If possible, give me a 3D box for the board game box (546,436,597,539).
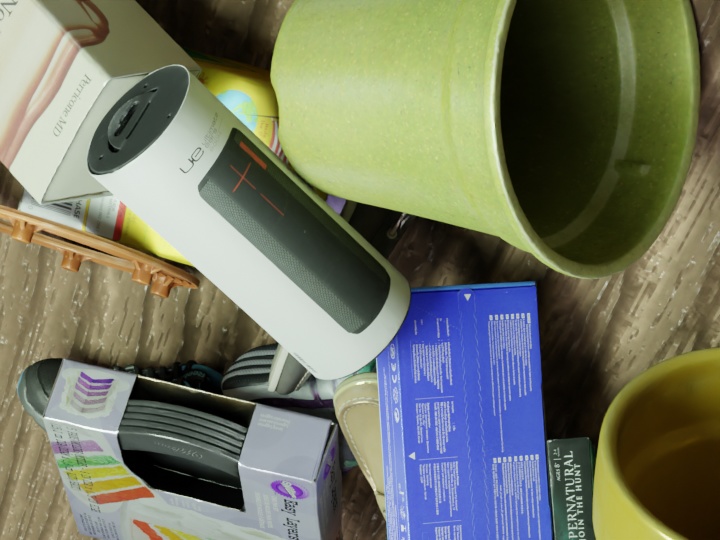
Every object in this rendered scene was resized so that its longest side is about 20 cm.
[{"bbox_3d":[0.140,0.209,1.445,0.028,0.135,0.201,-4,80,8],"label":"board game box"}]

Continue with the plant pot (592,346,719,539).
[{"bbox_3d":[0.232,0.178,1.387,0.200,0.201,0.189,16,129,16],"label":"plant pot"}]

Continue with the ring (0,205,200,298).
[{"bbox_3d":[-0.200,-0.017,1.502,0.200,0.019,0.200,18,174,2],"label":"ring"}]

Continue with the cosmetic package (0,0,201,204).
[{"bbox_3d":[-0.203,-0.143,1.390,0.200,0.087,0.103,44,120,22],"label":"cosmetic package"}]

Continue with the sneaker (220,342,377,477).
[{"bbox_3d":[0.010,0.090,1.519,0.200,0.074,0.088,-3,116,28],"label":"sneaker"}]

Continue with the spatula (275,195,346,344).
[{"bbox_3d":[-0.036,-0.004,1.513,0.056,0.021,0.200,17,134,8],"label":"spatula"}]

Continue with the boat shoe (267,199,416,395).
[{"bbox_3d":[0.000,0.000,1.441,0.057,0.067,0.200,23,112,-4],"label":"boat shoe"}]

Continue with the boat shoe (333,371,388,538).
[{"bbox_3d":[0.049,0.150,1.463,0.072,0.065,0.200,-24,113,35],"label":"boat shoe"}]

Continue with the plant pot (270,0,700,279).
[{"bbox_3d":[0.058,-0.100,1.292,0.184,0.200,0.201,5,127,38],"label":"plant pot"}]

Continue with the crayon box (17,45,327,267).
[{"bbox_3d":[-0.105,-0.070,1.446,0.200,0.051,0.127,17,104,17],"label":"crayon box"}]

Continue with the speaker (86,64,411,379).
[{"bbox_3d":[-0.063,-0.026,1.333,0.081,0.081,0.200,-21,128,37],"label":"speaker"}]

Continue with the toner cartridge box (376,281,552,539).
[{"bbox_3d":[0.063,0.109,1.417,0.043,0.095,0.201,173,95,-71],"label":"toner cartridge box"}]

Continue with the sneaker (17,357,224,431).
[{"bbox_3d":[-0.138,0.089,1.613,0.200,0.073,0.082,15,128,3],"label":"sneaker"}]

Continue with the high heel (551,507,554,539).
[{"bbox_3d":[0.061,0.216,1.558,0.200,0.067,0.096,-32,101,-1],"label":"high heel"}]

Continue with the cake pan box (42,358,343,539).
[{"bbox_3d":[-0.105,0.136,1.527,0.184,0.052,0.200,12,151,6],"label":"cake pan box"}]
